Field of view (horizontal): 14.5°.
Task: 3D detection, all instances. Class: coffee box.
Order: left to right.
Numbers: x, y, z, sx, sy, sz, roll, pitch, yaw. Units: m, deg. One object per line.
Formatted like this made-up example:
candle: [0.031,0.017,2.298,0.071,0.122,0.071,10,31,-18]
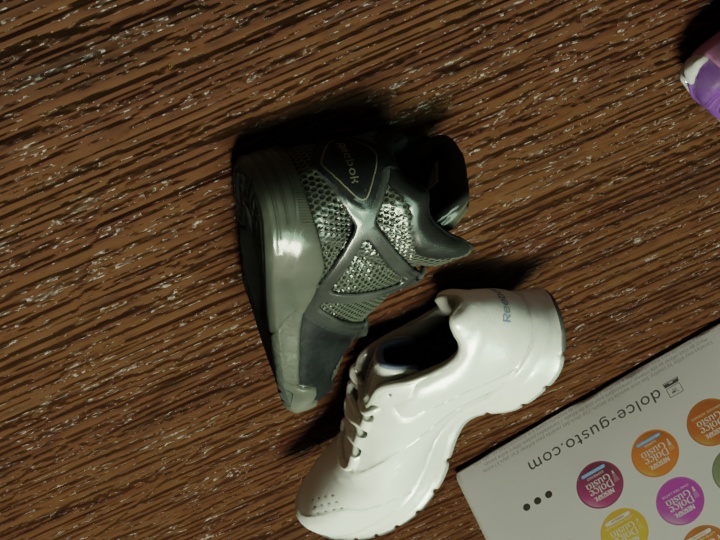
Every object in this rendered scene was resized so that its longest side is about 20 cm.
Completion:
coffee box: [0.212,0.185,1.772,0.199,0.198,0.200,-30,155,9]

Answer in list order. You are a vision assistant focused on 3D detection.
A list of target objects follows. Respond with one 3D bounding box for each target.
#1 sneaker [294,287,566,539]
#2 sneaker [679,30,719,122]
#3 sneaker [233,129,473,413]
sneaker: [0.022,0.072,1.546,0.087,0.075,0.200,17,125,-40]
sneaker: [0.229,-0.072,1.430,0.080,0.089,0.200,-32,153,14]
sneaker: [0.000,0.000,1.360,0.114,0.076,0.200,-14,148,-10]
